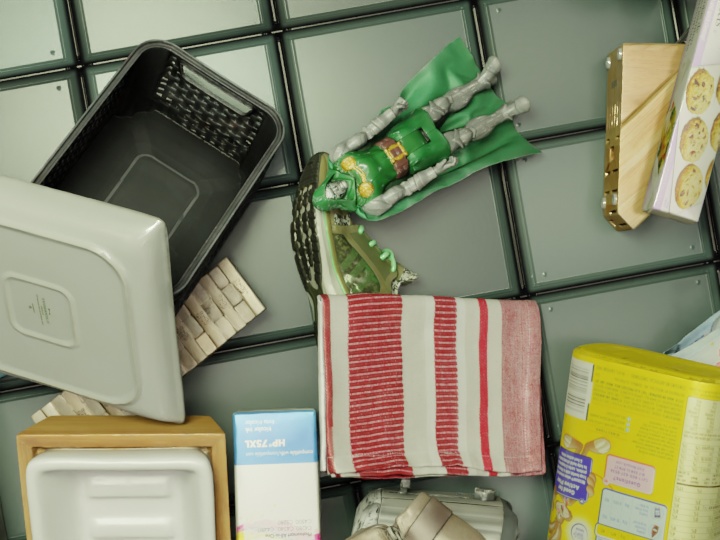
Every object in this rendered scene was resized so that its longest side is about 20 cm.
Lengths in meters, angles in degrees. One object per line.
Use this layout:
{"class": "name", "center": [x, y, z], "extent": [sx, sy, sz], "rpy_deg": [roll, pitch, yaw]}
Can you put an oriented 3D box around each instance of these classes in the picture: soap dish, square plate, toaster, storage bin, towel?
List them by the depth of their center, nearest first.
{"class": "square plate", "center": [-0.225, 0.023, 1.130], "extent": [0.196, 0.029, 0.201], "rpy_deg": [14, 133, 15]}
{"class": "storage bin", "center": [-0.163, -0.060, 1.198], "extent": [0.135, 0.094, 0.201], "rpy_deg": [32, 56, -2]}
{"class": "soap dish", "center": [-0.178, 0.202, 1.216], "extent": [0.156, 0.081, 0.202], "rpy_deg": [0, 117, -1]}
{"class": "towel", "center": [0.059, 0.091, 1.237], "extent": [0.198, 0.023, 0.145], "rpy_deg": [3, 79, -26]}
{"class": "toaster", "center": [0.047, 0.265, 1.242], "extent": [0.128, 0.114, 0.202], "rpy_deg": [10, 92, 2]}

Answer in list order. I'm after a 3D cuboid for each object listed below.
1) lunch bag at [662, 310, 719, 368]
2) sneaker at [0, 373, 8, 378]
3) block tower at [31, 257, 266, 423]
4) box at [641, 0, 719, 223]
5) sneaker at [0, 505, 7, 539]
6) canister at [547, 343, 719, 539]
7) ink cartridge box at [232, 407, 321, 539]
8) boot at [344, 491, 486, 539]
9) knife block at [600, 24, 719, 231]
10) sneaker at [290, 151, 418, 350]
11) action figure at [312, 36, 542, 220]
{"class": "lunch bag", "center": [0.365, 0.088, 1.246], "extent": [0.199, 0.127, 0.170], "rpy_deg": [-32, 90, 11]}
{"class": "sneaker", "center": [-0.238, 0.044, 1.261], "extent": [0.198, 0.078, 0.091], "rpy_deg": [-18, 107, 3]}
{"class": "block tower", "center": [-0.168, 0.073, 1.261], "extent": [0.200, 0.058, 0.054], "rpy_deg": [-39, 91, 0]}
{"class": "box", "center": [0.266, -0.137, 1.220], "extent": [0.041, 0.039, 0.202], "rpy_deg": [16, 89, -3]}
{"class": "sneaker", "center": [-0.346, 0.199, 1.246], "extent": [0.114, 0.074, 0.202], "rpy_deg": [-9, 92, -5]}
{"class": "canister", "center": [0.221, 0.169, 1.224], "extent": [0.148, 0.086, 0.202], "rpy_deg": [12, 99, 37]}
{"class": "ink cartridge box", "center": [-0.064, 0.210, 1.228], "extent": [0.067, 0.116, 0.202], "rpy_deg": [-2, 85, -2]}
{"class": "boot", "center": [0.020, 0.267, 1.161], "extent": [0.199, 0.070, 0.147], "rpy_deg": [-37, 83, 5]}
{"class": "knife block", "center": [0.289, -0.131, 1.272], "extent": [0.174, 0.064, 0.202], "rpy_deg": [2, 90, -1]}
{"class": "sneaker", "center": [0.000, 0.000, 1.269], "extent": [0.088, 0.077, 0.202], "rpy_deg": [-13, 94, -20]}
{"class": "action figure", "center": [0.042, -0.099, 1.239], "extent": [0.199, 0.055, 0.118], "rpy_deg": [-34, 80, -23]}
